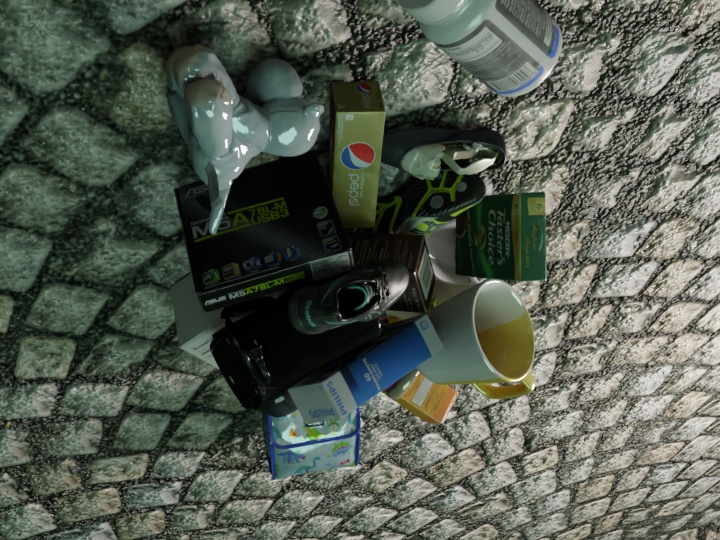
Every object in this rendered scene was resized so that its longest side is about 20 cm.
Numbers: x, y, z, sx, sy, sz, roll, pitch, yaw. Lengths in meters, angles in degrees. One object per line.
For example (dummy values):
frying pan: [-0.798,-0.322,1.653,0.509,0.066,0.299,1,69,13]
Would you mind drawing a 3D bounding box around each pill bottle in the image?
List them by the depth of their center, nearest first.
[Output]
pill bottle: [0.139,-0.297,1.065,0.114,0.114,0.200,-40,137,23]

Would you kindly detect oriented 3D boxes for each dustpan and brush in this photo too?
dustpan and brush: [0.178,-0.003,1.471,0.139,0.057,0.200,-21,142,0]

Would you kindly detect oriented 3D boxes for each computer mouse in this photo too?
computer mouse: [-0.104,0.184,1.470,0.138,0.200,0.053,-31,99,19]

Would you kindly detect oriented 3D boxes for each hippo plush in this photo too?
hippo plush: [-0.123,-0.179,1.042,0.160,0.201,0.159,-16,164,-18]

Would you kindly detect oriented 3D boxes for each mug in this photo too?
mug: [0.160,0.121,1.348,0.153,0.188,0.149,-20,180,41]

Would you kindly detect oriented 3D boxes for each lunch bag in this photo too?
lunch bag: [-0.089,0.268,1.632,0.169,0.128,0.201,-7,127,-13]

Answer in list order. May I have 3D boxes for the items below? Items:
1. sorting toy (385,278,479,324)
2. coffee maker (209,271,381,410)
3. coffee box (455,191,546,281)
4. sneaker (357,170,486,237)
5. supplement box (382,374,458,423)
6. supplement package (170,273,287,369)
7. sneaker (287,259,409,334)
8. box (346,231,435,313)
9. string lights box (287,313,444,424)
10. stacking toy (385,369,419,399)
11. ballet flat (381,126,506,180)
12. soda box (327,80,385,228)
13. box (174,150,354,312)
sorting toy: [0.149,0.072,1.473,0.179,0.107,0.200,-10,145,20]
coffee maker: [-0.076,0.090,1.202,0.199,0.192,0.135,-30,110,-24]
coffee box: [0.196,-0.049,1.296,0.044,0.200,0.124,-2,94,-20]
sneaker: [0.094,-0.089,1.330,0.199,0.076,0.076,-21,152,22]
supplement box: [0.059,0.175,1.499,0.199,0.069,0.066,33,164,-13]
supplement package: [-0.172,0.080,1.368,0.117,0.117,0.200,-31,140,17]
sneaker: [0.004,0.034,1.140,0.079,0.076,0.200,-12,-171,46]
box: [0.000,0.000,1.317,0.199,0.075,0.100,4,144,20]
string lights box: [0.009,0.137,1.261,0.200,0.059,0.103,-30,-175,-33]
stacking toy: [-0.002,0.112,1.416,0.200,0.085,0.085,36,123,-5]
ballet flat: [0.114,-0.160,1.252,0.199,0.073,0.073,-4,139,-19]
soda box: [-0.009,-0.148,1.198,0.064,0.068,0.201,-3,137,-7]
box: [-0.127,-0.055,1.169,0.199,0.194,0.048,-16,142,-5]
